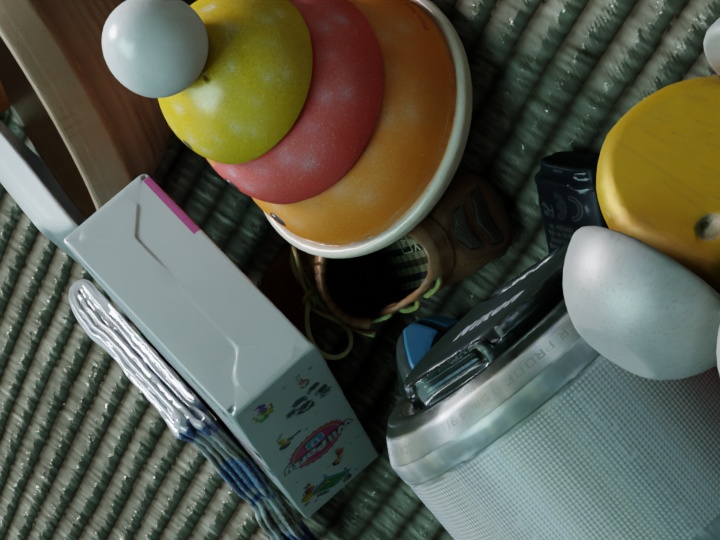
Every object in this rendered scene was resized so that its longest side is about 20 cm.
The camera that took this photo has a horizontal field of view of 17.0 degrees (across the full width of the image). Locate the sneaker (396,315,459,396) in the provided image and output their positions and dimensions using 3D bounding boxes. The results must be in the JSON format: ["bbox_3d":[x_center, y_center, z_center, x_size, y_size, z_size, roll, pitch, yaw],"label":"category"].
[{"bbox_3d":[0.075,0.118,1.301,0.200,0.073,0.082,56,146,11],"label":"sneaker"}]

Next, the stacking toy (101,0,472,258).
[{"bbox_3d":[-0.054,-0.095,1.192,0.146,0.200,0.147,-13,69,38],"label":"stacking toy"}]

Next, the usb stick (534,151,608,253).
[{"bbox_3d":[0.126,0.037,1.219,0.055,0.033,0.201,16,125,54],"label":"usb stick"}]

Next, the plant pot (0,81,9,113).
[{"bbox_3d":[-0.323,-0.145,1.450,0.200,0.140,0.200,54,171,13],"label":"plant pot"}]

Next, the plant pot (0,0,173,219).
[{"bbox_3d":[-0.163,-0.129,1.401,0.201,0.093,0.201,54,169,15],"label":"plant pot"}]

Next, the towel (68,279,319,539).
[{"bbox_3d":[-0.099,0.095,1.457,0.147,0.024,0.200,45,174,37],"label":"towel"}]

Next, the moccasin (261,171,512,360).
[{"bbox_3d":[0.001,0.002,1.315,0.201,0.078,0.074,-10,107,56],"label":"moccasin"}]

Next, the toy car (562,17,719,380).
[{"bbox_3d":[0.198,-0.005,1.015,0.200,0.175,0.150,26,166,40],"label":"toy car"}]

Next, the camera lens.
[{"bbox_3d":[0.123,0.096,1.128,0.200,0.160,0.160,50,145,-5],"label":"camera lens"}]

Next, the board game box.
[{"bbox_3d":[-0.074,0.046,1.373,0.148,0.064,0.200,46,173,22],"label":"board game box"}]

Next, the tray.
[{"bbox_3d":[-0.187,-0.038,1.481,0.107,0.022,0.200,51,179,15],"label":"tray"}]
